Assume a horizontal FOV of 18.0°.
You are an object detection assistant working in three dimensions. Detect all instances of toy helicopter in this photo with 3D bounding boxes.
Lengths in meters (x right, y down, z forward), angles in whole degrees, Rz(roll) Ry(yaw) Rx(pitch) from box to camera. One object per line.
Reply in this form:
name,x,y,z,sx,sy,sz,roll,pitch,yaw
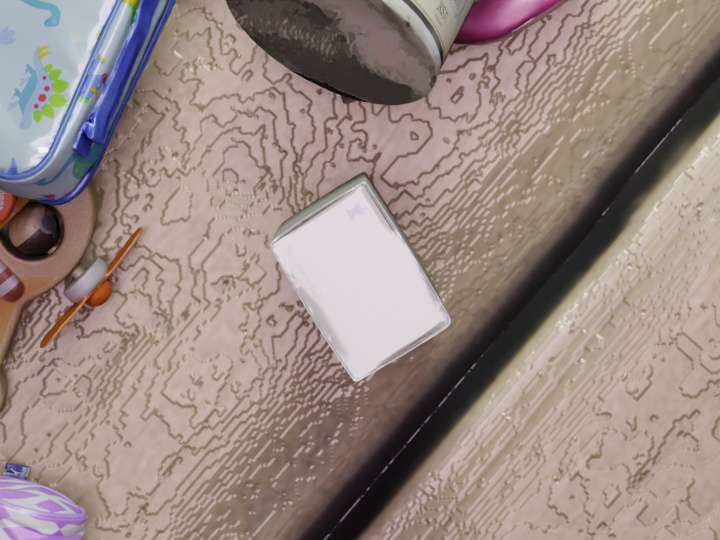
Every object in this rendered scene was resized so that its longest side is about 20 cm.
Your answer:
toy helicopter,-0.228,0.014,1.519,0.132,0.079,0.201,17,105,-9

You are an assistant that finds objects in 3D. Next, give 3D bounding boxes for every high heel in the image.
high heel,0.054,-0.190,1.487,0.199,0.067,0.097,-25,104,6

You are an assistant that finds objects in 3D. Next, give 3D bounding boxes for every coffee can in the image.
coffee can,0.022,-0.226,1.412,0.146,0.146,0.201,28,68,-1

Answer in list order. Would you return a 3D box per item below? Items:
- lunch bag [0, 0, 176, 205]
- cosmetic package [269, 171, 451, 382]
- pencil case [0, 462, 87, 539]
lunch bag,-0.208,-0.150,1.418,0.160,0.082,0.201,21,86,21
cosmetic package,0.000,0.000,1.438,0.073,0.200,0.104,-32,93,3
pencil case,-0.247,0.234,1.516,0.085,0.084,0.201,14,94,-34
